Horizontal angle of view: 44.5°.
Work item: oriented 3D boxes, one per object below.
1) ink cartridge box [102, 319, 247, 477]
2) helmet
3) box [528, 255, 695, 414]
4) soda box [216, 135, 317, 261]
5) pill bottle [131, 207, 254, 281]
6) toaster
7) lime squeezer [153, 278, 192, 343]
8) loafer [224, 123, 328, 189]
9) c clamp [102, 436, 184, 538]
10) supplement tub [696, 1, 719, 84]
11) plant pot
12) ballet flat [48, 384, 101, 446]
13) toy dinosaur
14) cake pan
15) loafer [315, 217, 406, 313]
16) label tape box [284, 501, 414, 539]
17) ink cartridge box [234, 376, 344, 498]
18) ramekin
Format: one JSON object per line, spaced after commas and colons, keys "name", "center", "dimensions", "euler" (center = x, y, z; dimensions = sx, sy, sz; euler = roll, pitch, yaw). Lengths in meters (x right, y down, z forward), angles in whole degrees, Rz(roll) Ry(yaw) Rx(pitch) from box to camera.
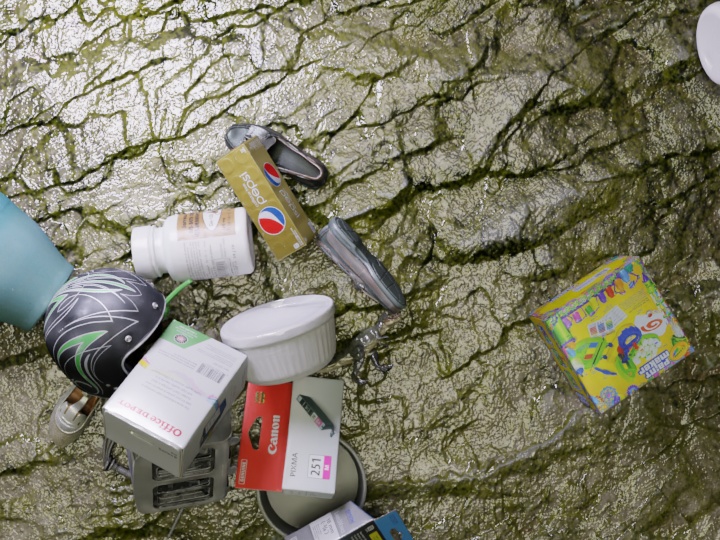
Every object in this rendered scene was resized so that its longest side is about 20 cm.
{"name": "ink cartridge box", "center": [-0.287, 0.197, 1.377], "dimensions": [0.144, 0.088, 0.201], "euler": [24, 46, 9]}
{"name": "helmet", "center": [-0.412, 0.091, 1.430], "dimensions": [0.196, 0.202, 0.193], "euler": [1, 131, -3]}
{"name": "box", "center": [0.438, 0.109, 1.549], "dimensions": [0.198, 0.122, 0.194], "euler": [-32, 93, -2]}
{"name": "soda box", "center": [-0.160, -0.124, 1.507], "dimensions": [0.067, 0.064, 0.202], "euler": [-27, 101, 25]}
{"name": "pill bottle", "center": [-0.286, -0.041, 1.512], "dimensions": [0.196, 0.114, 0.117], "euler": [-7, 92, -3]}
{"name": "toaster", "center": [-0.305, 0.296, 1.463], "dimensions": [0.197, 0.120, 0.183], "euler": [-5, 134, -18]}
{"name": "lime squeezer", "center": [-0.343, 0.092, 1.532], "dimensions": [0.070, 0.037, 0.203], "euler": [33, 117, 34]}
{"name": "loafer", "center": [-0.146, -0.207, 1.540], "dimensions": [0.197, 0.063, 0.073], "euler": [24, 89, -3]}
{"name": "c clamp", "center": [-0.377, 0.352, 1.561], "dimensions": [0.198, 0.027, 0.172], "euler": [33, 90, -4]}
{"name": "supplement tub", "center": [0.710, -0.416, 1.537], "dimensions": [0.197, 0.145, 0.147], "euler": [-15, 92, -2]}
{"name": "plant pot", "center": [-0.592, -0.005, 1.469], "dimensions": [0.187, 0.200, 0.201], "euler": [37, 90, -19]}
{"name": "ballet flat", "center": [-0.487, 0.222, 1.535], "dimensions": [0.067, 0.062, 0.201], "euler": [34, 90, -3]}
{"name": "toy dinosaur", "center": [0.004, 0.153, 1.562], "dimensions": [0.199, 0.048, 0.089], "euler": [-34, 75, -7]}
{"name": "cake pan", "center": [-0.087, 0.383, 1.572], "dimensions": [0.196, 0.037, 0.204], "euler": [0, 91, -3]}
{"name": "loafer", "center": [0.000, 0.000, 1.553], "dimensions": [0.063, 0.072, 0.201], "euler": [-40, 87, 21]}
{"name": "label tape box", "center": [-0.013, 0.477, 1.532], "dimensions": [0.198, 0.064, 0.145], "euler": [-28, 130, -2]}
{"name": "ink cartridge box", "center": [-0.121, 0.282, 1.525], "dimensions": [0.170, 0.044, 0.203], "euler": [6, 65, -4]}
{"name": "ramekin", "center": [-0.130, 0.119, 1.490], "dimensions": [0.199, 0.203, 0.096], "euler": [-15, 104, -2]}
